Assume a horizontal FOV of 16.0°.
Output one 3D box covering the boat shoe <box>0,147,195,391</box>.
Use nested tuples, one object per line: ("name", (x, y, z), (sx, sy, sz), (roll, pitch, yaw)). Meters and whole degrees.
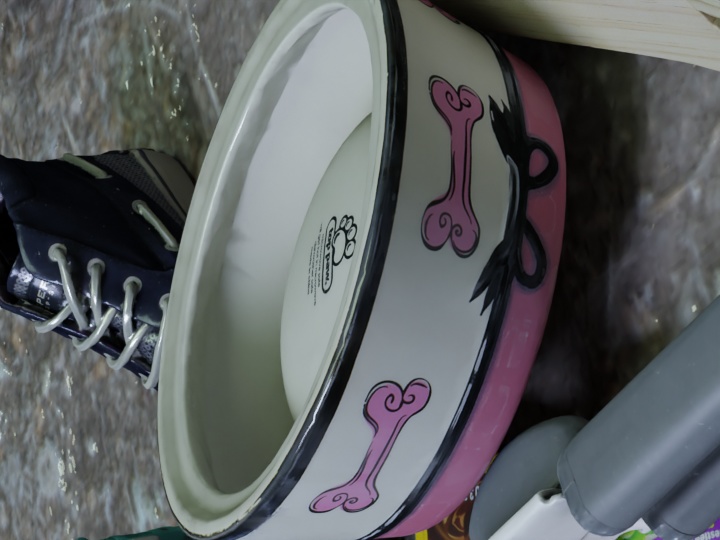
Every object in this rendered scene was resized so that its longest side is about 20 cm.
("boat shoe", (-0.089, 0.021, 1.014), (0.200, 0.093, 0.075), (49, 129, 45))

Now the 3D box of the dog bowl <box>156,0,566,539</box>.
("dog bowl", (0.000, 0.000, 0.857), (0.200, 0.074, 0.200), (-165, 90, -71))

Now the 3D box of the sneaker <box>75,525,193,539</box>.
("sneaker", (-0.076, 0.117, 0.940), (0.200, 0.080, 0.078), (24, -105, -80))

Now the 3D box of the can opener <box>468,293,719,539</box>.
("can opener", (0.081, 0.050, 0.754), (0.200, 0.053, 0.067), (-46, 48, 43))

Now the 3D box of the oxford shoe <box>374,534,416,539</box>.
("oxford shoe", (-0.006, 0.169, 0.912), (0.058, 0.075, 0.200), (2, 87, 59))

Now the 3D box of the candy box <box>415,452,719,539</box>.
("candy box", (0.084, 0.104, 0.817), (0.200, 0.026, 0.102), (-15, 80, 55))

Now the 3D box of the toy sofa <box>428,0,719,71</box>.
("toy sofa", (0.062, -0.128, 0.808), (0.200, 0.098, 0.083), (16, 71, 55))
